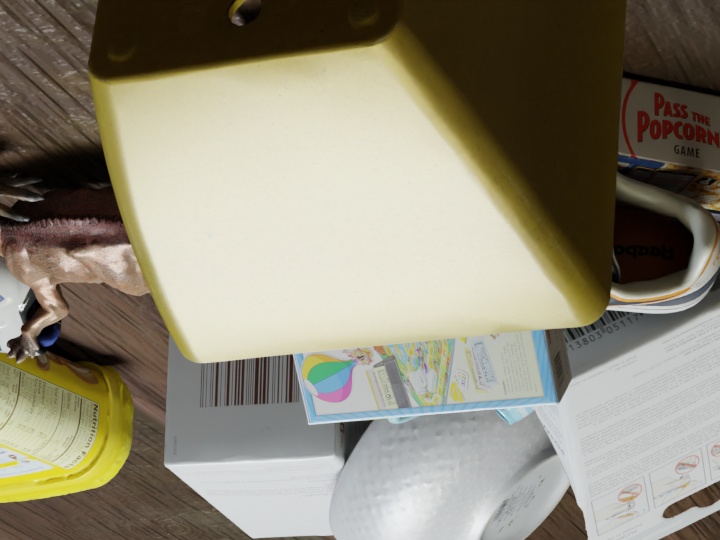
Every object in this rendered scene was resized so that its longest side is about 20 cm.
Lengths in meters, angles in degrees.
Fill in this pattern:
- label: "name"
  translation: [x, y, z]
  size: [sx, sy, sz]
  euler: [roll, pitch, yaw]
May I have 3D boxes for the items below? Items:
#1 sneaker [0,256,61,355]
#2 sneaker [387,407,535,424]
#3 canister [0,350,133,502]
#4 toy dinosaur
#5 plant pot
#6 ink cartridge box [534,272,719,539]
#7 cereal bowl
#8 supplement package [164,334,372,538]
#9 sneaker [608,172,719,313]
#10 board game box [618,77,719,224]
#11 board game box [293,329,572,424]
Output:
- label: "sneaker"
  translation: [-0.248, 0.027, 1.709]
  size: [0.115, 0.081, 0.199]
  euler: [15, 155, -29]
- label: "sneaker"
  translation: [0.101, 0.046, 1.578]
  size: [0.199, 0.082, 0.074]
  euler: [-12, 158, 15]
- label: "canister"
  translation: [-0.269, 0.087, 1.881]
  size: [0.148, 0.087, 0.200]
  euler: [-11, 157, 31]
- label: "toy dinosaur"
  translation: [-0.160, -0.021, 1.569]
  size: [0.199, 0.086, 0.136]
  euler: [-8, 153, 10]
- label: "plant pot"
  translation: [-0.010, -0.097, 1.183]
  size: [0.199, 0.200, 0.176]
  euler: [-6, 149, 20]
- label: "ink cartridge box"
  translation: [0.180, 0.069, 1.570]
  size: [0.162, 0.057, 0.200]
  euler: [-25, 148, -7]
- label: "cereal bowl"
  translation: [0.078, 0.124, 1.793]
  size: [0.200, 0.083, 0.200]
  euler: [-38, 156, -21]
- label: "supplement package"
  translation: [-0.043, 0.096, 1.842]
  size: [0.117, 0.118, 0.200]
  euler: [-4, 160, 13]
- label: "sneaker"
  translation: [0.088, -0.012, 1.436]
  size: [0.199, 0.079, 0.079]
  euler: [-6, 165, -3]
- label: "board game box"
  translation: [0.124, -0.045, 1.525]
  size: [0.151, 0.046, 0.200]
  euler: [9, 160, -23]
- label: "board game box"
  translation: [0.020, -0.026, 1.388]
  size: [0.134, 0.201, 0.034]
  euler: [-5, -161, 19]
